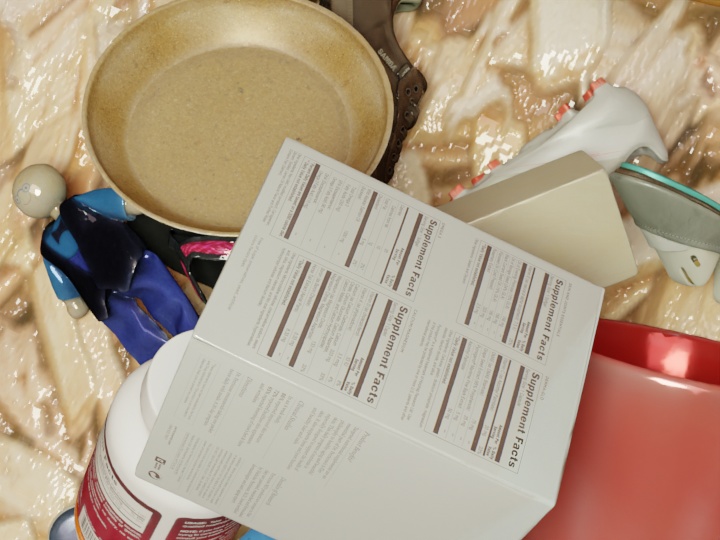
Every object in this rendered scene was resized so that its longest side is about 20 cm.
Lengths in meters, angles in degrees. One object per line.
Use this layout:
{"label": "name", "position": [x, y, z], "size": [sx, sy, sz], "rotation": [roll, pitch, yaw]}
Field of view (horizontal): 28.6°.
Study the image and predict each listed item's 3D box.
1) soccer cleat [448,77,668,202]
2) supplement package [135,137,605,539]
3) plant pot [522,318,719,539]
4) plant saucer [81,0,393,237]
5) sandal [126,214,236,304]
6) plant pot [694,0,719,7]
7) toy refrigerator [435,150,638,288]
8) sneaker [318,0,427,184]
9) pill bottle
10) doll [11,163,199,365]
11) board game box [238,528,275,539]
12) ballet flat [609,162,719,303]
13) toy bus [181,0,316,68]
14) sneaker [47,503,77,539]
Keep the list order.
{"label": "soccer cleat", "position": [0.121, -0.049, 0.974], "size": [0.199, 0.069, 0.078], "rotation": [-38, 85, 2]}
{"label": "supplement package", "position": [0.005, 0.062, 0.788], "size": [0.199, 0.152, 0.151], "rotation": [25, 51, -4]}
{"label": "plant pot", "position": [0.182, 0.137, 0.899], "size": [0.199, 0.200, 0.179], "rotation": [12, 97, 9]}
{"label": "plant saucer", "position": [-0.078, -0.097, 0.913], "size": [0.198, 0.036, 0.202], "rotation": [1, 58, -2]}
{"label": "sandal", "position": [-0.082, 0.005, 0.996], "size": [0.199, 0.045, 0.075], "rotation": [33, 127, 7]}
{"label": "plant pot", "position": [0.233, -0.256, 0.918], "size": [0.182, 0.200, 0.202], "rotation": [23, 90, -7]}
{"label": "toy refrigerator", "position": [0.070, -0.003, 0.921], "size": [0.199, 0.070, 0.076], "rotation": [-22, 107, 0]}
{"label": "sneaker", "position": [0.013, -0.111, 0.986], "size": [0.075, 0.070, 0.202], "rotation": [0, 82, -13]}
{"label": "pill bottle", "position": [-0.117, 0.125, 0.921], "size": [0.112, 0.200, 0.114], "rotation": [11, 54, -16]}
{"label": "doll", "position": [-0.173, -0.002, 1.000], "size": [0.200, 0.048, 0.137], "rotation": [46, 126, 13]}
{"label": "board game box", "position": [-0.044, 0.265, 0.873], "size": [0.194, 0.200, 0.056], "rotation": [17, 123, 27]}
{"label": "ballet flat", "position": [0.233, -0.012, 0.912], "size": [0.199, 0.067, 0.064], "rotation": [17, 97, -32]}
{"label": "toy bus", "position": [-0.086, -0.186, 1.005], "size": [0.065, 0.078, 0.200], "rotation": [40, 93, 8]}
{"label": "sneaker", "position": [-0.151, 0.244, 0.985], "size": [0.075, 0.085, 0.200], "rotation": [-45, 82, 3]}
